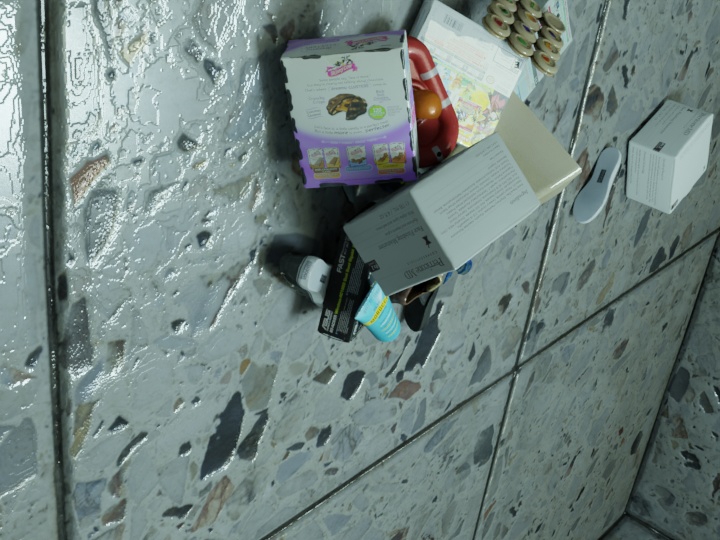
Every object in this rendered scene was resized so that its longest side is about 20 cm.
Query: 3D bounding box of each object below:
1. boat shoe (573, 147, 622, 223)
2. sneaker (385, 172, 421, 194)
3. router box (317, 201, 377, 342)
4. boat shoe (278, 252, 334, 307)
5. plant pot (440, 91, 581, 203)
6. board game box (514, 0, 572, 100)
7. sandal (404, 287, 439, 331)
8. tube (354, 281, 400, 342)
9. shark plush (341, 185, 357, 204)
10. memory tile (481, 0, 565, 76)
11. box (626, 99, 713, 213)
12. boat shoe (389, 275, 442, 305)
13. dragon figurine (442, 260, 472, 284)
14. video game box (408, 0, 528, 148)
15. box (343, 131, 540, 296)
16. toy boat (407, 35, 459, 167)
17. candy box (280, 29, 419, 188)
[{"bbox_3d":[0.577,-0.199,2.280,0.066,0.070,0.201,32,79,-56],"label":"boat shoe"},{"bbox_3d":[0.110,-0.101,1.589,0.074,0.200,0.082,-31,162,0],"label":"sneaker"},{"bbox_3d":[0.000,0.000,1.567,0.150,0.062,0.201,-44,151,-65],"label":"router box"},{"bbox_3d":[-0.081,0.009,1.509,0.200,0.056,0.069,57,53,-74],"label":"boat shoe"},{"bbox_3d":[0.241,-0.177,1.675,0.177,0.200,0.200,-39,175,-3],"label":"plant pot"},{"bbox_3d":[0.304,-0.418,1.733,0.200,0.064,0.148,-49,146,-17],"label":"board game box"},{"bbox_3d":[0.111,0.030,1.790,0.048,0.075,0.201,-9,122,-31],"label":"sandal"},{"bbox_3d":[0.027,0.069,1.545,0.078,0.050,0.200,-64,163,-11],"label":"tube"},{"bbox_3d":[-0.025,-0.183,1.425,0.091,0.083,0.201,-26,133,-43],"label":"shark plush"},{"bbox_3d":[0.277,-0.410,1.581,0.017,0.153,0.200,-47,-166,38],"label":"memory tile"},{"bbox_3d":[0.794,-0.293,2.433,0.199,0.131,0.200,-44,144,-26],"label":"box"},{"bbox_3d":[0.112,0.011,1.637,0.200,0.072,0.072,-26,128,-48],"label":"boat shoe"},{"bbox_3d":[0.170,-0.015,1.793,0.059,0.099,0.200,-23,146,-27],"label":"dragon figurine"},{"bbox_3d":[0.152,-0.310,1.529,0.200,0.047,0.183,23,93,-25],"label":"video game box"},{"bbox_3d":[0.118,-0.080,1.401,0.200,0.199,0.131,-35,95,-31],"label":"box"},{"bbox_3d":[0.081,-0.248,1.423,0.130,0.131,0.200,-31,114,-9],"label":"toy boat"},{"bbox_3d":[-0.010,-0.222,1.315,0.072,0.167,0.201,-79,164,-55],"label":"candy box"}]
